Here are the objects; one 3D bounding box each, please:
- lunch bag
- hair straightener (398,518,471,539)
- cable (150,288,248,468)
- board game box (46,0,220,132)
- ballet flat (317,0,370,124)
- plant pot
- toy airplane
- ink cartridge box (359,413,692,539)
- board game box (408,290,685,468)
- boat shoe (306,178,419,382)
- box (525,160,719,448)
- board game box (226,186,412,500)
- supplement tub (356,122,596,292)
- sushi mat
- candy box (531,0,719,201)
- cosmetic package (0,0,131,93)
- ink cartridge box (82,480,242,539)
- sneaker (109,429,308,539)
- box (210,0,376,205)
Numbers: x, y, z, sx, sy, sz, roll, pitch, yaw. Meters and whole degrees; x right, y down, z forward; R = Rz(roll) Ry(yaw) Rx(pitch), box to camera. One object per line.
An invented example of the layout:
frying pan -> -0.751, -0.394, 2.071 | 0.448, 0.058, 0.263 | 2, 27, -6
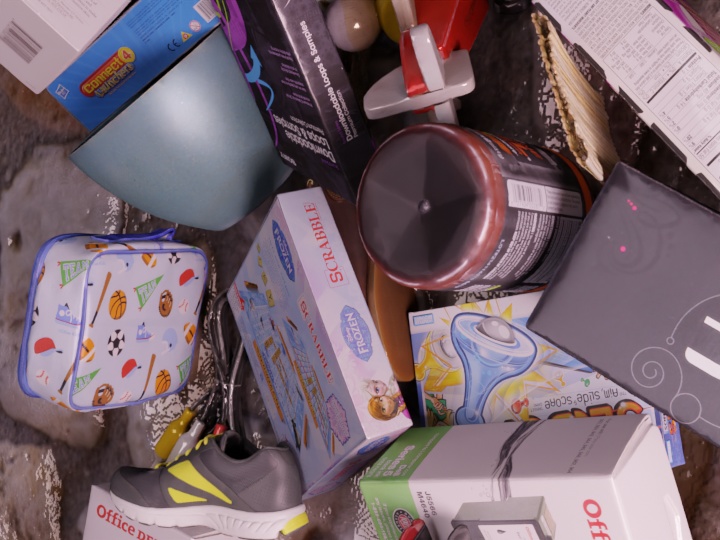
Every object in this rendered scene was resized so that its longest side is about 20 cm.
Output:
lunch bag -> -0.216, 0.039, 0.995 | 0.075, 0.200, 0.161 | 10, 96, 23
hair straightener -> 0.088, 0.260, 0.748 | 0.077, 0.041, 0.201 | -5, 110, 37
cable -> -0.132, 0.120, 1.013 | 0.097, 0.050, 0.201 | 26, 106, 33
board game box -> -0.163, -0.239, 0.971 | 0.200, 0.056, 0.196 | -31, 25, 32
ballet flat -> -0.025, -0.199, 0.934 | 0.070, 0.071, 0.201 | -1, 88, 37
plant pot -> -0.133, -0.114, 0.957 | 0.200, 0.200, 0.135 | -30, 108, 32
toy airplane -> 0.035, -0.175, 0.805 | 0.141, 0.199, 0.201 | 2, 93, 25
ink cartridge box -> 0.119, 0.187, 0.773 | 0.199, 0.084, 0.146 | -10, 107, 37
board game box -> 0.133, 0.085, 0.824 | 0.199, 0.034, 0.136 | -12, 81, 36
boat shoe -> 0.000, 0.000, 0.907 | 0.070, 0.070, 0.201 | -19, 69, 28
box -> 0.225, 0.035, 0.685 | 0.200, 0.106, 0.123 | 32, 100, 23
board game box -> -0.042, 0.066, 0.895 | 0.201, 0.041, 0.200 | 69, 155, 16
supplement tub -> 0.093, -0.038, 0.755 | 0.107, 0.200, 0.108 | -1, 88, 36
sushi mat -> 0.149, -0.097, 0.718 | 0.012, 0.200, 0.096 | -17, 79, 19
candy box -> 0.216, -0.117, 0.704 | 0.061, 0.136, 0.200 | -48, 63, 25
cosmetic package -> -0.217, -0.250, 0.896 | 0.107, 0.085, 0.200 | -21, 32, 53
ink cartridge box -> -0.193, 0.312, 1.033 | 0.146, 0.086, 0.201 | 15, 99, 36
sneaker -> -0.131, 0.178, 0.957 | 0.199, 0.074, 0.085 | 1, 91, 26
box -> -0.055, -0.153, 0.809 | 0.143, 0.036, 0.201 | 34, 154, 57
